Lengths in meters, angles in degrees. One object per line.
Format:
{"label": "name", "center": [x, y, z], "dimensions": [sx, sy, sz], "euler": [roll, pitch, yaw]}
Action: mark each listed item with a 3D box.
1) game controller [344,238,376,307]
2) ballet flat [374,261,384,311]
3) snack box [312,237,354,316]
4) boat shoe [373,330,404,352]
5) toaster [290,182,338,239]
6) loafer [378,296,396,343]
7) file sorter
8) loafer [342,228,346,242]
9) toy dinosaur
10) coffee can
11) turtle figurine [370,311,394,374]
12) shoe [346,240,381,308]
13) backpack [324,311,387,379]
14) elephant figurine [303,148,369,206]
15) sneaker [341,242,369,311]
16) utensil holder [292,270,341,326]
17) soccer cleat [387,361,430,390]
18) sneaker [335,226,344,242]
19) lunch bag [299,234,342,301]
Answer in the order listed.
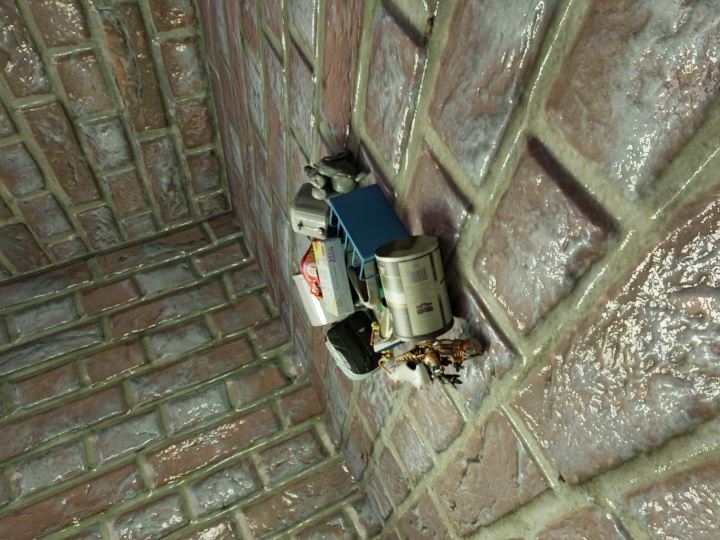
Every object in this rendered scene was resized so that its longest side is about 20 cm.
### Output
{"label": "game controller", "center": [0.000, 0.000, 1.504], "dimensions": [0.104, 0.042, 0.202], "euler": [-4, 85, 33]}
{"label": "ballet flat", "center": [0.062, 0.024, 1.532], "dimensions": [0.067, 0.068, 0.201], "euler": [-123, 32, -44]}
{"label": "snack box", "center": [-0.076, 0.015, 1.476], "dimensions": [0.142, 0.053, 0.202], "euler": [-170, 68, -74]}
{"label": "boat shoe", "center": [0.094, 0.170, 1.507], "dimensions": [0.200, 0.072, 0.073], "euler": [-32, 67, 47]}
{"label": "toaster", "center": [-0.123, -0.183, 1.588], "dimensions": [0.114, 0.128, 0.201], "euler": [90, -166, -47]}
{"label": "loafer", "center": [0.082, 0.101, 1.427], "dimensions": [0.076, 0.067, 0.201], "euler": [48, 125, 53]}
{"label": "file sorter", "center": [0.019, -0.096, 1.401], "dimensions": [0.201, 0.138, 0.123], "euler": [61, 161, 27]}
{"label": "loafer", "center": [-0.018, -0.125, 1.586], "dimensions": [0.070, 0.068, 0.202], "euler": [-126, 26, -65]}
{"label": "toy dinosaur", "center": [0.179, 0.186, 1.222], "dimensions": [0.199, 0.103, 0.136], "euler": [11, 154, 35]}
{"label": "coffee can", "center": [0.123, 0.038, 1.226], "dimensions": [0.146, 0.145, 0.201], "euler": [27, 134, 64]}
{"label": "turtle figurine", "center": [0.081, 0.201, 1.644], "dimensions": [0.201, 0.064, 0.162], "euler": [-109, 21, -53]}
{"label": "shoe", "center": [0.004, 0.003, 1.443], "dimensions": [0.070, 0.053, 0.201], "euler": [-28, 70, 28]}
{"label": "backpack", "center": [-0.008, 0.255, 1.788], "dimensions": [0.200, 0.177, 0.151], "euler": [52, 160, 20]}
{"label": "elephant figurine", "center": [-0.075, -0.277, 1.525], "dimensions": [0.142, 0.154, 0.200], "euler": [-59, 14, 24]}
{"label": "sneaker", "center": [-0.001, 0.021, 1.609], "dimensions": [0.077, 0.145, 0.204], "euler": [-9, 82, 54]}
{"label": "utensil holder", "center": [-0.138, 0.081, 2.004], "dimensions": [0.201, 0.169, 0.170], "euler": [70, 162, -9]}
{"label": "soccer cleat", "center": [0.138, 0.290, 1.583], "dimensions": [0.200, 0.069, 0.078], "euler": [-2, 103, 64]}
{"label": "sneaker", "center": [-0.074, -0.157, 1.702], "dimensions": [0.070, 0.077, 0.201], "euler": [12, 120, 69]}
{"label": "lunch bag", "center": [-0.106, 0.003, 1.645], "dimensions": [0.081, 0.177, 0.201], "euler": [12, 148, 25]}
